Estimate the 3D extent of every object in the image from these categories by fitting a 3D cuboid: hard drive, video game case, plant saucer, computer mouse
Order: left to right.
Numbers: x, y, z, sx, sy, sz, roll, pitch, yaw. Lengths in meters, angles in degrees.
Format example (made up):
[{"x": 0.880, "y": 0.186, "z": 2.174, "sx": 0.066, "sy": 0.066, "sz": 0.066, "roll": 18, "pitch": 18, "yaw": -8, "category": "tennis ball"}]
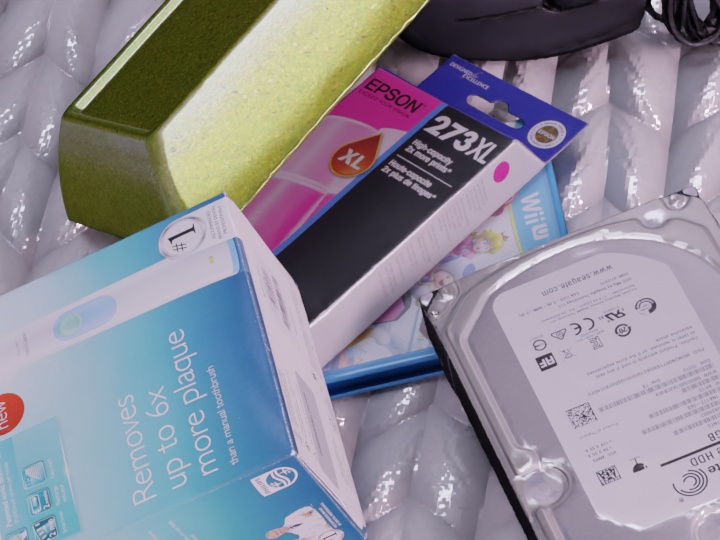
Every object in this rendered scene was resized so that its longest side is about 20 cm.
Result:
[{"x": -0.062, "y": -0.103, "z": 1.350, "sx": 0.200, "sy": 0.048, "sz": 0.200, "roll": -49, "pitch": 21, "yaw": -10, "category": "plant saucer"}, {"x": 0.000, "y": 0.000, "z": 1.343, "sx": 0.200, "sy": 0.018, "sz": 0.143, "roll": -13, "pitch": 44, "yaw": 4, "category": "video game case"}, {"x": 0.079, "y": -0.146, "z": 1.394, "sx": 0.200, "sy": 0.139, "sz": 0.053, "roll": -3, "pitch": 46, "yaw": 28, "category": "computer mouse"}, {"x": 0.123, "y": 0.063, "z": 1.219, "sx": 0.140, "sy": 0.038, "sz": 0.200, "roll": -21, "pitch": 51, "yaw": -4, "category": "hard drive"}]

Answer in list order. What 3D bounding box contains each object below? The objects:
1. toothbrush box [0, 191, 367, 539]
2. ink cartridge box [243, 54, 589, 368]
[{"x": -0.116, "y": 0.079, "z": 1.222, "sx": 0.200, "sy": 0.085, "sz": 0.147, "roll": -24, "pitch": 52, "yaw": 11, "category": "toothbrush box"}, {"x": 0.007, "y": -0.037, "z": 1.341, "sx": 0.200, "sy": 0.037, "sz": 0.095, "roll": -40, "pitch": 50, "yaw": -24, "category": "ink cartridge box"}]
